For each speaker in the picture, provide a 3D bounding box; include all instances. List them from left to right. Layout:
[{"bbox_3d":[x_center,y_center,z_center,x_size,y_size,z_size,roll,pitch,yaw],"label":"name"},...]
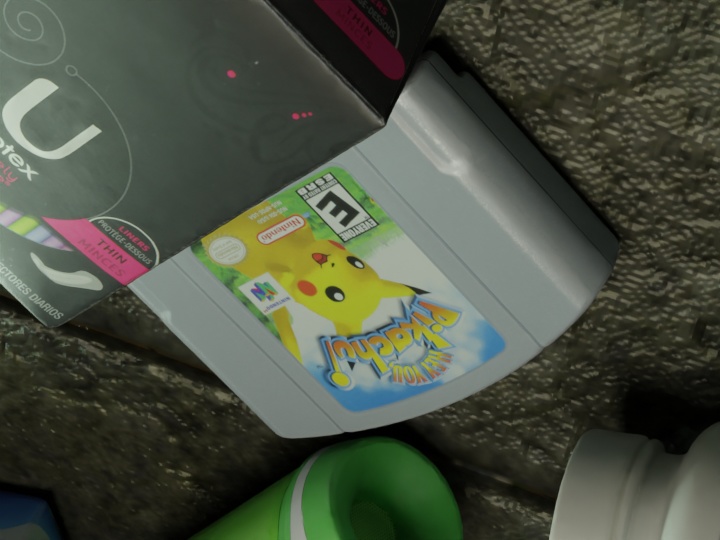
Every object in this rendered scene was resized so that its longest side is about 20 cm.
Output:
[{"bbox_3d":[-0.041,0.146,1.040,0.088,0.089,0.200,40,137,-14],"label":"speaker"}]

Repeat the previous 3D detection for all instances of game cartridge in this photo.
[{"bbox_3d":[0.000,0.000,0.916,0.133,0.041,0.199,43,136,-21],"label":"game cartridge"}]

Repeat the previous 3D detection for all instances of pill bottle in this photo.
[{"bbox_3d":[0.178,0.118,0.882,0.199,0.111,0.112,9,135,19],"label":"pill bottle"}]

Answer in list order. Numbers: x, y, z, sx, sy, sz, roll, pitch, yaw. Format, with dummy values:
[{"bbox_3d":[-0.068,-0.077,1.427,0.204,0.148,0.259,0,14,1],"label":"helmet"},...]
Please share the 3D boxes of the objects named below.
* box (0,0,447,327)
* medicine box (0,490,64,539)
[{"bbox_3d":[-0.077,-0.084,0.821,0.122,0.106,0.200,43,135,-17],"label":"box"},{"bbox_3d":[-0.259,0.204,1.124,0.181,0.201,0.103,7,136,21],"label":"medicine box"}]
